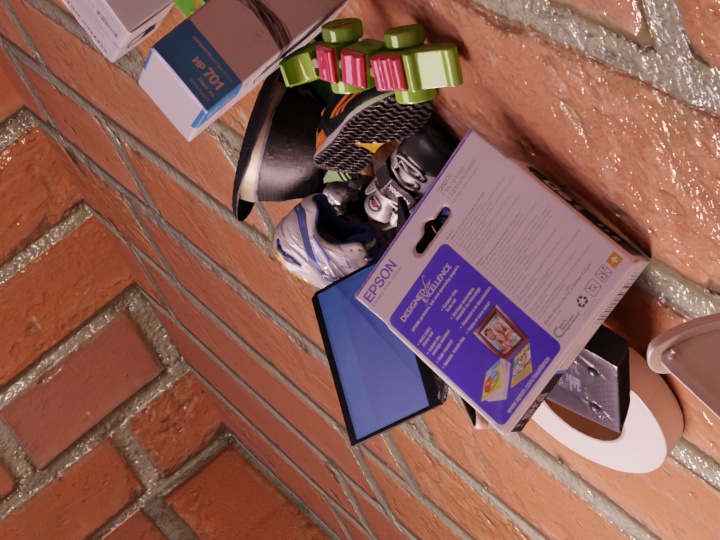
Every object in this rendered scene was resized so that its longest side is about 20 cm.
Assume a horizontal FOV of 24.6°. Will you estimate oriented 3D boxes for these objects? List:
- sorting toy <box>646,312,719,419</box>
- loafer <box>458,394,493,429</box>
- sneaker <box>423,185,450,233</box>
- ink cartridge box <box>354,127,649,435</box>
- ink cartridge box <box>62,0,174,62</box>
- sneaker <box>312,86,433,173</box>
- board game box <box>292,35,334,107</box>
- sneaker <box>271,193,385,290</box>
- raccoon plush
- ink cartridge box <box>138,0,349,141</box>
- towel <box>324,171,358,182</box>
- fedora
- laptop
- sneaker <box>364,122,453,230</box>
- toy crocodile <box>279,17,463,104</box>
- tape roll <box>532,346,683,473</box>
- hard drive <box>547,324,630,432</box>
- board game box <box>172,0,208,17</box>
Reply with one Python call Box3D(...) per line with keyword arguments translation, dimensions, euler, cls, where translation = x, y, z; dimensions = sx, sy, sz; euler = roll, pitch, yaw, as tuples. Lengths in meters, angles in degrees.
Box3D(translation=(0.335, 0.121, 1.306), dimensions=(0.200, 0.107, 0.180), euler=(45, 172, 23), cls="sorting toy")
Box3D(translation=(0.096, 0.071, 1.672), dimensions=(0.200, 0.063, 0.072), euler=(57, 159, 23), cls="loafer")
Box3D(translation=(0.114, -0.045, 1.578), dimensions=(0.078, 0.075, 0.200), euler=(41, 167, -21), cls="sneaker")
Box3D(translation=(0.122, 0.008, 1.477), dimensions=(0.200, 0.198, 0.043), euler=(42, -163, 23), cls="ink cartridge box")
Box3D(translation=(-0.328, -0.370, 2.169), dimensions=(0.146, 0.083, 0.200), euler=(53, 166, -7), cls="ink cartridge box")
Box3D(translation=(0.008, -0.169, 1.644), dimensions=(0.200, 0.070, 0.090), euler=(-35, 49, 58), cls="sneaker")
Box3D(translation=(-0.035, -0.189, 1.827), dimensions=(0.105, 0.023, 0.200), euler=(50, 166, 12), cls="board game box")
Box3D(translation=(0.000, 0.000, 1.766), dimensions=(0.200, 0.075, 0.088), euler=(36, 126, -4), cls="sneaker")
Box3D(translation=(0.036, -0.032, 1.871), dimensions=(0.200, 0.097, 0.134), euler=(52, 174, -2), cls="raccoon plush")
Box3D(translation=(-0.110, -0.229, 1.596), dimensions=(0.086, 0.200, 0.146), euler=(51, 166, -3), cls="ink cartridge box")
Box3D(translation=(-0.011, -0.082, 2.020), dimensions=(0.200, 0.023, 0.153), euler=(52, 167, -9), cls="towel")
Box3D(translation=(-0.074, -0.130, 1.803), dimensions=(0.091, 0.201, 0.201), euler=(18, 161, 3), cls="fedora")
Box3D(translation=(0.017, 0.054, 1.643), dimensions=(0.200, 0.103, 0.178), euler=(90, 165, -68), cls="laptop")
Box3D(translation=(0.049, -0.086, 1.692), dimensions=(0.074, 0.088, 0.200), euler=(50, 165, 11), cls="sneaker")
Box3D(translation=(0.010, -0.189, 1.517), dimensions=(0.200, 0.062, 0.068), euler=(12, 120, 39), cls="toy crocodile")
Box3D(translation=(0.228, 0.122, 1.650), dimensions=(0.203, 0.037, 0.203), euler=(33, 155, 18), cls="tape roll")
Box3D(translation=(0.165, 0.067, 1.549), dimensions=(0.200, 0.042, 0.135), euler=(27, 154, 26), cls="hard drive")
Box3D(translation=(-0.204, -0.350, 1.903), dimensions=(0.200, 0.048, 0.102), euler=(50, 166, 6), cls="board game box")
